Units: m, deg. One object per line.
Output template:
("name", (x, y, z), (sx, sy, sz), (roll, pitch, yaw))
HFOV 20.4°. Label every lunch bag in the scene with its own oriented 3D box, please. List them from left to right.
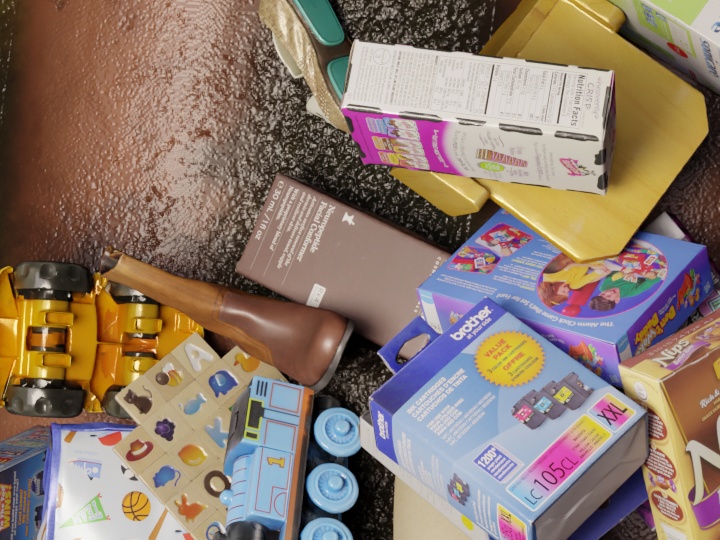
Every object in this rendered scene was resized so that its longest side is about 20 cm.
("lunch bag", (-0.201, 0.236, 1.767), (0.169, 0.124, 0.201), (4, 93, -13))

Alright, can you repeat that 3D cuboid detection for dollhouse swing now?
("dollhouse swing", (0.163, -0.112, 1.670), (0.176, 0.182, 0.200), (37, 84, -6))

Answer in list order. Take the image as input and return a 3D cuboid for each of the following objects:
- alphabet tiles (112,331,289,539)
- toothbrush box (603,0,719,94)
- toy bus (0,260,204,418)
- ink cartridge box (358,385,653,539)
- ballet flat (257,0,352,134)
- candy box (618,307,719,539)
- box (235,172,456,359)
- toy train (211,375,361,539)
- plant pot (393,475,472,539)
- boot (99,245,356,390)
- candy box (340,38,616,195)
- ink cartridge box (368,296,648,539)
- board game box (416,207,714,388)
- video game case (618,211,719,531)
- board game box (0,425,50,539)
("alphabet tiles", (-0.113, 0.155, 1.754), (0.200, 0.006, 0.166), (47, 61, 6))
("toothbrush box", (0.252, -0.232, 1.624), (0.200, 0.146, 0.086), (34, 87, 21))
("toy bus", (-0.265, 0.068, 1.830), (0.192, 0.199, 0.136), (172, 101, -64))
("ink cartridge box", (0.135, 0.129, 1.593), (0.197, 0.047, 0.200), (-35, 52, -26))
("ballet flat", (-0.031, -0.181, 1.800), (0.065, 0.070, 0.200), (-45, 65, 42))
("candy box", (0.278, 0.141, 1.557), (0.056, 0.116, 0.201), (20, 132, 57))
("box", (0.000, 0.000, 1.758), (0.200, 0.075, 0.100), (25, 95, 21))
("toy train", (-0.063, 0.189, 1.699), (0.114, 0.087, 0.201), (13, 56, -10))
("plant pot", (0.103, 0.206, 1.656), (0.187, 0.187, 0.201), (-25, 61, 19))
("boot", (-0.114, 0.025, 1.693), (0.200, 0.188, 0.069), (28, 88, -19))
("candy box", (0.094, -0.116, 1.532), (0.199, 0.136, 0.061), (9, 76, 9))
("ink cartridge box", (0.101, 0.113, 1.529), (0.200, 0.076, 0.136), (35, 62, 31))
("board game box", (0.165, 0.015, 1.621), (0.200, 0.134, 0.045), (16, 136, 40))
("video game case", (0.252, 0.083, 1.664), (0.181, 0.036, 0.200), (-42, 72, 15))
("board game box", (-0.324, 0.240, 1.804), (0.061, 0.200, 0.201), (1, 85, 22))
